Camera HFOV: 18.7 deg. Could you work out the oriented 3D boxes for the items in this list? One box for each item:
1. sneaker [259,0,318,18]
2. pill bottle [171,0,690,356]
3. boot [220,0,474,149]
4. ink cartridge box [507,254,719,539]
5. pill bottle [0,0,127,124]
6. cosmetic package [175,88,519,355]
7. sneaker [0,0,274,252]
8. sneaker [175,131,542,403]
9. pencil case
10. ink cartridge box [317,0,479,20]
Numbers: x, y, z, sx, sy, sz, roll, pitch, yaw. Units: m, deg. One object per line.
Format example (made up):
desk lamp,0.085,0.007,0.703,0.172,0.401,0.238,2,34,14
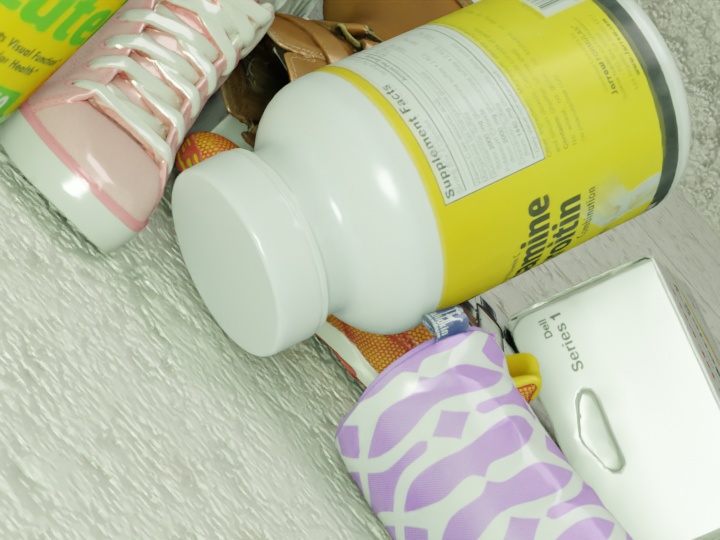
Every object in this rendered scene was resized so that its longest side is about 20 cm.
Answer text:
sneaker,-0.103,-0.166,1.083,0.146,0.081,0.200,39,24,7
pill bottle,0.028,-0.041,0.894,0.112,0.200,0.112,45,-31,36
boot,-0.012,-0.096,1.031,0.155,0.077,0.200,10,39,-38
ink cartridge box,0.157,0.079,1.153,0.145,0.084,0.200,66,11,10
pill bottle,-0.110,-0.148,0.779,0.111,0.200,0.111,45,13,-13
cosmetic package,-0.002,-0.010,1.074,0.200,0.051,0.083,45,12,-15
sneaker,-0.089,-0.087,0.895,0.075,0.105,0.200,45,14,-20
sneaker,0.000,0.000,0.990,0.200,0.077,0.073,41,15,-13
pencil case,0.071,0.115,0.852,0.085,0.084,0.200,-14,62,-41
ink cartridge box,0.054,-0.096,1.238,0.116,0.067,0.200,41,-26,-27
